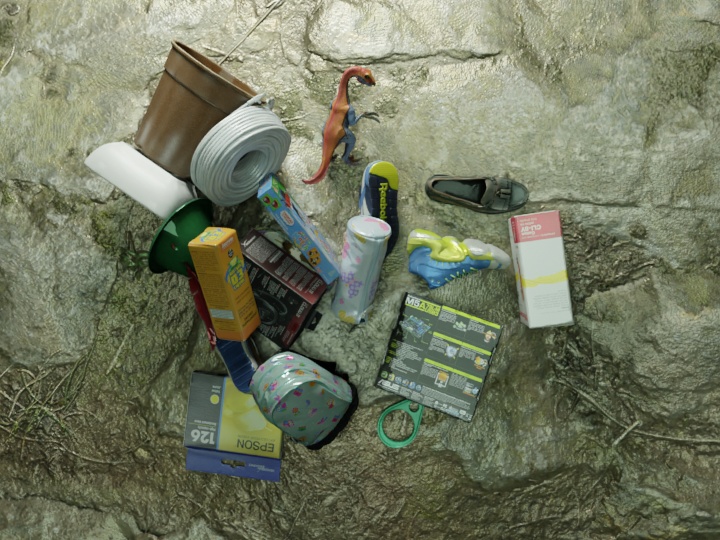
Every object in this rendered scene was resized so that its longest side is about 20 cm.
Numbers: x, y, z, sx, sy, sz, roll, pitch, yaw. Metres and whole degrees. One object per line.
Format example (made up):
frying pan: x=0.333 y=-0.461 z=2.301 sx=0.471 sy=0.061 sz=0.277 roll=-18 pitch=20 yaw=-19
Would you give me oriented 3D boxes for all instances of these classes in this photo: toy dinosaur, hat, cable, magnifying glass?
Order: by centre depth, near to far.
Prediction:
hat: x=-0.272 y=-0.005 z=1.394 sx=0.176 sy=0.201 sz=0.166 roll=39 pitch=57 yaw=12
cable: x=-0.217 y=-0.208 z=1.401 sx=0.199 sy=0.201 sz=0.069 roll=-38 pitch=69 yaw=-18
toy dinosaur: x=-0.026 y=-0.277 z=1.406 sx=0.104 sy=0.201 sz=0.183 roll=17 pitch=137 yaw=14
magnifying glass: x=0.109 y=0.257 z=1.471 sx=0.079 sy=0.022 sz=0.200 roll=40 pitch=92 yaw=3

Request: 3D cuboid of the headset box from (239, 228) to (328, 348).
headset box: x=-0.162 y=0.044 z=1.429 sx=0.199 sy=0.077 sz=0.149 roll=34 pitch=131 yaw=3

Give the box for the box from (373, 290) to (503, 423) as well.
box: x=0.147 y=0.162 z=1.439 sx=0.198 sy=0.048 sz=0.195 roll=18 pitch=86 yaw=11

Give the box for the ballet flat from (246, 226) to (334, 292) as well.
ballet flat: x=-0.136 y=-0.024 z=1.462 sx=0.199 sy=0.071 sz=0.069 roll=35 pitch=87 yaw=4

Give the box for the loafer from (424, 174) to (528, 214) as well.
loafer: x=0.219 y=-0.145 z=1.432 sx=0.197 sy=0.063 sz=0.073 roll=5 pitch=92 yaw=5

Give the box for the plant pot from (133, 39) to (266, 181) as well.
plant pot: x=-0.310 y=-0.287 z=1.422 sx=0.199 sy=0.200 sz=0.199 roll=34 pitch=102 yaw=3

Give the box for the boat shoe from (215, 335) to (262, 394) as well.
boat shoe: x=-0.236 y=0.154 z=1.470 sx=0.072 sy=0.072 sz=0.202 roll=-27 pitch=63 yaw=8

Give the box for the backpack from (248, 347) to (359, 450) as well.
backpack: x=-0.105 y=0.233 z=1.397 sx=0.167 sy=0.126 sz=0.200 roll=-52 pitch=130 yaw=-4

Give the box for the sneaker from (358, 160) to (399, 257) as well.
sneaker: x=0.033 y=-0.115 z=1.451 sx=0.073 sy=0.082 sz=0.202 roll=1 pitch=110 yaw=-16

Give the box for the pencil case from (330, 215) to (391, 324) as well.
pencil case: x=0.000 y=0.000 z=1.407 sx=0.082 sy=0.091 sz=0.202 roll=4 pitch=119 yaw=-14

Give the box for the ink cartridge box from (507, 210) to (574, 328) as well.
ink cartridge box: x=0.325 y=-0.002 z=1.384 sx=0.082 sy=0.145 sz=0.203 roll=-8 pitch=90 yaw=6

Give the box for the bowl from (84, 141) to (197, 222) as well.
bowl: x=-0.393 y=-0.167 z=1.418 sx=0.199 sy=0.200 sz=0.075 roll=34 pitch=93 yaw=4

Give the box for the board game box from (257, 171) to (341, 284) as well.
board game box: x=-0.113 y=-0.080 z=1.391 sx=0.036 sy=0.151 sz=0.201 roll=-36 pitch=108 yaw=5

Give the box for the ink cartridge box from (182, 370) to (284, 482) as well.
ink cartridge box: x=-0.246 y=0.308 z=1.494 sx=0.195 sy=0.047 sz=0.203 roll=6 pitch=89 yaw=4

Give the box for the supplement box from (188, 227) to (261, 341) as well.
supplement box: x=-0.242 y=0.026 z=1.369 sx=0.068 sy=0.067 sz=0.202 roll=3 pitch=122 yaw=28

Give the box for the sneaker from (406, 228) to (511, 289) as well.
sneaker: x=0.180 y=-0.009 z=1.442 sx=0.198 sy=0.076 sz=0.106 roll=15 pitch=105 yaw=12
